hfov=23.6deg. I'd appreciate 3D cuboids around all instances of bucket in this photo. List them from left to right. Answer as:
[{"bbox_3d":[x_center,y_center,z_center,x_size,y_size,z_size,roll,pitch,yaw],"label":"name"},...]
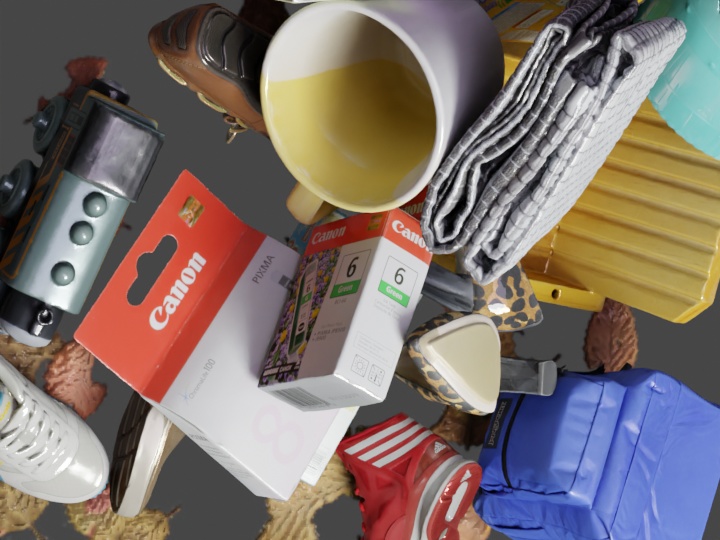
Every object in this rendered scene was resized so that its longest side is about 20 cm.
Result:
[{"bbox_3d":[0.311,-0.187,1.303,0.205,0.135,0.209,11,60,-19],"label":"bucket"}]

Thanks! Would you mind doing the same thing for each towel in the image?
[{"bbox_3d":[0.130,-0.105,1.203,0.085,0.165,0.201,36,116,9],"label":"towel"}]

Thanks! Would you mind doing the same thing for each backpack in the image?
[{"bbox_3d":[0.179,0.151,1.417,0.167,0.199,0.164,32,73,-24],"label":"backpack"}]

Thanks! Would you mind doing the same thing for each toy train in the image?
[{"bbox_3d":[-0.212,-0.041,1.231,0.085,0.114,0.202,26,90,-27],"label":"toy train"}]

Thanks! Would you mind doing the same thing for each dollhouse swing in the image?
[{"bbox_3d":[0.179,-0.067,1.378,0.180,0.176,0.202,11,98,-27],"label":"dollhouse swing"}]

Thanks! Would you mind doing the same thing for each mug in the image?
[{"bbox_3d":[0.016,-0.134,1.249,0.153,0.185,0.151,-35,105,-51],"label":"mug"}]

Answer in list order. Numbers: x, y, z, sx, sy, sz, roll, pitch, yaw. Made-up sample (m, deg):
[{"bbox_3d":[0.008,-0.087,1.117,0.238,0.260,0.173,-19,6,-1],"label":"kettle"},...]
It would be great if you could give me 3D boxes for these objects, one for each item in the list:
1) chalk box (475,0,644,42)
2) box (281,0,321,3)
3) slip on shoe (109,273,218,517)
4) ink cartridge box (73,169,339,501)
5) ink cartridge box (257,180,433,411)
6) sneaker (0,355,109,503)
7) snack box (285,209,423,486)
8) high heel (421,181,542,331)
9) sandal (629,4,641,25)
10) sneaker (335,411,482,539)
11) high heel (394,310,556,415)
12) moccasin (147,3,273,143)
[{"bbox_3d":[0.134,-0.288,1.316,0.123,0.124,0.202,-3,79,-24],"label":"chalk box"},{"bbox_3d":[-0.008,-0.252,1.230,0.174,0.200,0.098,-8,105,-23],"label":"box"},{"bbox_3d":[-0.139,0.095,1.323,0.060,0.076,0.202,17,87,-22],"label":"slip on shoe"},{"bbox_3d":[-0.091,0.048,1.280,0.200,0.057,0.163,46,62,-30],"label":"ink cartridge box"},{"bbox_3d":[0.000,0.000,1.258,0.050,0.109,0.202,29,67,-27],"label":"ink cartridge box"},{"bbox_3d":[-0.260,0.112,1.263,0.200,0.081,0.077,42,81,-28],"label":"sneaker"},{"bbox_3d":[-0.038,0.058,1.381,0.116,0.037,0.201,31,87,-28],"label":"snack box"},{"bbox_3d":[0.109,-0.059,1.356,0.141,0.071,0.202,26,86,-3],"label":"high heel"},{"bbox_3d":[0.221,-0.226,1.400,0.074,0.045,0.202,12,61,-2],"label":"sandal"},{"bbox_3d":[0.024,0.197,1.434,0.078,0.115,0.201,-17,141,-46],"label":"sneaker"},{"bbox_3d":[0.045,0.069,1.297,0.199,0.141,0.072,20,76,-57],"label":"high heel"},{"bbox_3d":[-0.078,-0.134,1.297,0.200,0.077,0.074,22,76,-46],"label":"moccasin"}]
